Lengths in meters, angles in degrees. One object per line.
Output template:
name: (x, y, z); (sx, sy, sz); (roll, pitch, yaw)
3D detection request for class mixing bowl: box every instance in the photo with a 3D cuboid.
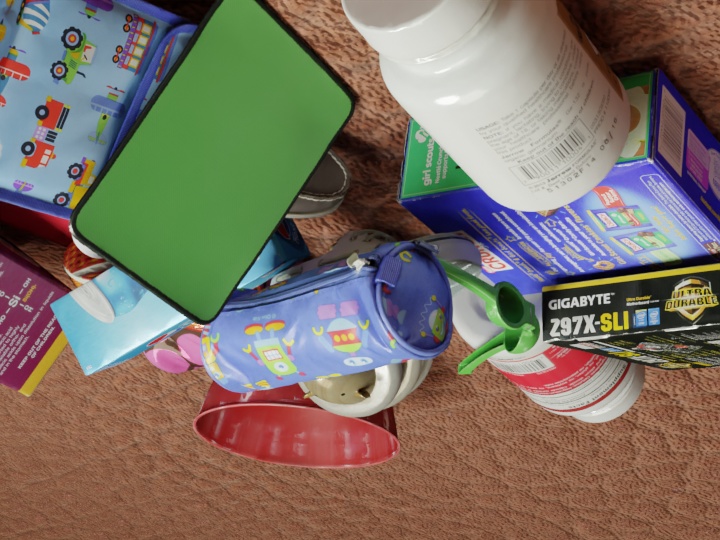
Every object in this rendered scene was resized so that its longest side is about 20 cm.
mixing bowl: (-0.055, 0.112, 1.484); (0.200, 0.109, 0.200); (5, 158, 2)

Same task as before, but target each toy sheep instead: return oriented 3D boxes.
toy sheep: (0.004, 0.049, 1.287); (0.138, 0.200, 0.138); (11, 118, 22)

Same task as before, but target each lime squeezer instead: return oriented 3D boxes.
lime squeezer: (0.096, 0.031, 1.135); (0.070, 0.038, 0.200); (13, 158, 18)

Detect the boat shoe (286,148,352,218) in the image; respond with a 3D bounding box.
boat shoe: (-0.089, -0.097, 1.111); (0.200, 0.072, 0.060); (25, 154, -20)

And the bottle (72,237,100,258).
bottle: (-0.172, -0.062, 1.211); (0.083, 0.065, 0.200); (17, 154, -25)

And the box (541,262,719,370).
box: (0.259, 0.039, 1.178); (0.159, 0.049, 0.200); (-7, 167, 40)

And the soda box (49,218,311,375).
soda box: (-0.145, 0.007, 1.225); (0.200, 0.068, 0.064); (-29, 176, 19)

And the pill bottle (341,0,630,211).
pill bottle: (0.077, -0.129, 0.938); (0.114, 0.115, 0.200); (-8, 150, 31)

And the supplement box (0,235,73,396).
supplement box: (-0.348, 0.008, 1.302); (0.131, 0.103, 0.200); (33, 177, 35)

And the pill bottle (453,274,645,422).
pill bottle: (0.166, 0.054, 1.295); (0.112, 0.112, 0.200); (-7, 151, 30)

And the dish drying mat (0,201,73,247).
dish drying mat: (-0.274, -0.049, 1.327); (0.200, 0.018, 0.077); (24, 150, -29)

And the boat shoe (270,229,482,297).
boat shoe: (0.000, 0.000, 1.151); (0.200, 0.067, 0.074); (-21, 150, 31)

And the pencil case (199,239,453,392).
pencil case: (-0.027, 0.034, 1.075); (0.200, 0.078, 0.087); (-15, 126, 42)

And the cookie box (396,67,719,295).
cookie box: (0.155, -0.057, 1.107); (0.200, 0.075, 0.171); (-8, 151, 34)

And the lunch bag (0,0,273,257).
lunch bag: (-0.159, -0.102, 1.022); (0.200, 0.151, 0.094); (19, -176, -34)

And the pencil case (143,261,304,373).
pencil case: (-0.122, 0.042, 1.392); (0.200, 0.091, 0.094); (-17, 172, 42)

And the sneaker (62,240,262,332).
sneaker: (-0.159, 0.015, 1.317); (0.200, 0.073, 0.077); (19, 157, 24)

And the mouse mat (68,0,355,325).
mouse mat: (-0.094, -0.074, 1.038); (0.008, 0.200, 0.161); (26, 170, 41)
